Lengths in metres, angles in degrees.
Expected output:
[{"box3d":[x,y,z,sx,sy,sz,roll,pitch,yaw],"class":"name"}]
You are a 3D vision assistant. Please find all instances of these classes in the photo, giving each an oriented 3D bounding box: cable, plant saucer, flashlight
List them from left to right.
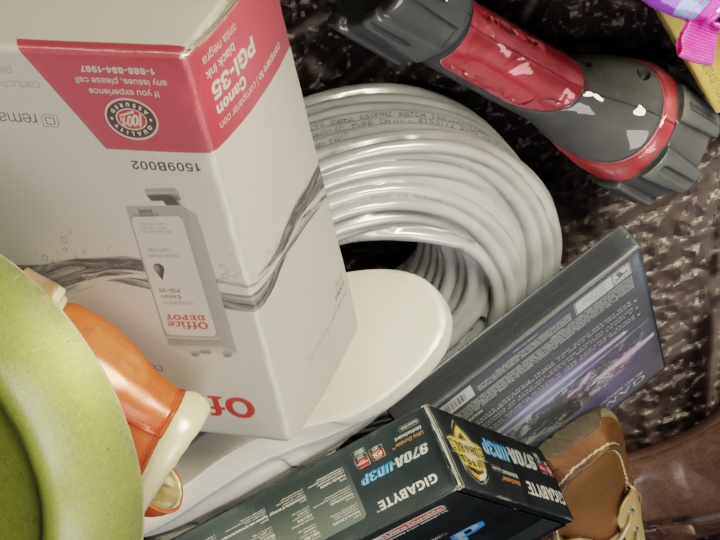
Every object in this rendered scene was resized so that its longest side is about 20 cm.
[{"box3d":[-0.177,0.075,0.875,0.031,0.200,0.200,-36,160,-53],"class":"plant saucer"},{"box3d":[0.000,0.000,1.061,0.200,0.069,0.200,-41,131,20],"class":"cable"},{"box3d":[0.078,-0.093,0.997,0.200,0.068,0.068,25,122,-38],"class":"flashlight"}]

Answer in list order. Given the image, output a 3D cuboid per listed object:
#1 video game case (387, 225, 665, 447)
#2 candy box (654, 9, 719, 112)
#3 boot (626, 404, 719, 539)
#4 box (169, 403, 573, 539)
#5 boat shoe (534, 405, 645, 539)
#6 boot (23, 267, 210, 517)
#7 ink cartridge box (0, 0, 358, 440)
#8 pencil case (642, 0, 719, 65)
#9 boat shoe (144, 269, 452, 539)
[{"box3d":[0.091,0.059,1.113,0.143,0.019,0.200,-38,159,-3],"class":"video game case"},{"box3d":[0.165,-0.172,0.959,0.117,0.057,0.200,-29,137,9],"class":"candy box"},{"box3d":[0.253,0.128,1.299,0.166,0.072,0.200,-24,139,22],"class":"boot"},{"box3d":[-0.012,0.139,1.068,0.200,0.046,0.159,-29,158,15],"class":"box"},{"box3d":[0.129,0.140,1.205,0.076,0.074,0.200,-35,156,-10],"class":"boat shoe"},{"box3d":[-0.136,0.095,0.940,0.107,0.075,0.200,29,135,-6],"class":"boot"},{"box3d":[-0.095,-0.031,0.916,0.146,0.083,0.200,4,129,23],"class":"ink cartridge box"},{"box3d":[0.173,-0.182,0.855,0.088,0.088,0.200,17,123,-33],"class":"pencil case"},{"box3d":[-0.040,0.070,1.022,0.200,0.072,0.069,-37,155,8],"class":"boat shoe"}]
